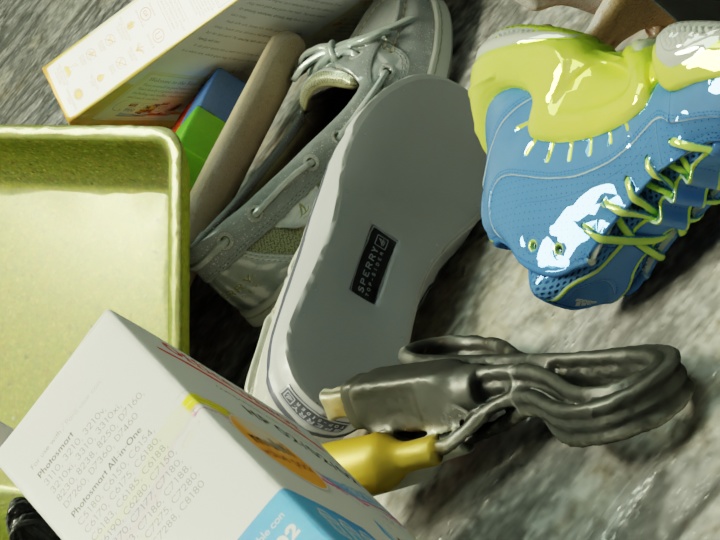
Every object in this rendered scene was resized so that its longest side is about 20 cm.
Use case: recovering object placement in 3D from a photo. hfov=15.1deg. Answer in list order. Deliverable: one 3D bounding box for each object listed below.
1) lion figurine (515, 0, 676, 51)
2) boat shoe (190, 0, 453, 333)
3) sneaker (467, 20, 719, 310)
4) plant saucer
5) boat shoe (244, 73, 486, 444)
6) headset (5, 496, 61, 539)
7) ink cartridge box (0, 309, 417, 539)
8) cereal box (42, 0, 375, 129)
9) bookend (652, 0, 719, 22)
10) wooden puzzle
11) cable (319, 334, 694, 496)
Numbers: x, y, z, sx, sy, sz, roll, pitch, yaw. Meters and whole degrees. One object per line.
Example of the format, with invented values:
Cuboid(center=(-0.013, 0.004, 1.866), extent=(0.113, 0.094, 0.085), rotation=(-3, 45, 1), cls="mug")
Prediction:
Cuboid(center=(0.112, -0.159, 1.099), extent=(0.072, 0.122, 0.200), rotation=(20, 109, 59), cls="lion figurine")
Cuboid(center=(-0.017, -0.063, 1.291), extent=(0.074, 0.065, 0.202), rotation=(-20, 36, 56), cls="boat shoe")
Cuboid(center=(0.113, -0.034, 0.973), extent=(0.200, 0.076, 0.105), rotation=(7, 90, 56), cls="sneaker")
Cuboid(center=(-0.150, 0.033, 1.244), extent=(0.199, 0.048, 0.200), rotation=(3, 95, 32), cls="plant saucer")
Cuboid(center=(0.000, 0.000, 1.143), extent=(0.070, 0.071, 0.200), rotation=(-44, 19, 48), cls="boat shoe")
Cuboid(center=(-0.061, 0.132, 1.006), extent=(0.124, 0.094, 0.200), rotation=(-55, 31, -10), cls="headset")
Cuboid(center=(-0.042, 0.086, 0.905), extent=(0.068, 0.115, 0.200), rotation=(-52, 44, 2), cls="ink cartridge box")
Cuboid(center=(-0.043, -0.135, 1.361), extent=(0.200, 0.040, 0.144), rotation=(-33, -16, 26), cls="cereal box")
Cuboid(center=(0.195, -0.204, 1.021), extent=(0.200, 0.092, 0.199), rotation=(-40, 21, 34), cls="bookend")
Cuboid(center=(-0.107, -0.014, 1.364), extent=(0.200, 0.046, 0.185), rotation=(-51, 13, 56), cls="wooden puzzle")
Cuboid(center=(0.056, 0.053, 0.987), extent=(0.200, 0.050, 0.097), rotation=(-6, 16, 46), cls="cable")
